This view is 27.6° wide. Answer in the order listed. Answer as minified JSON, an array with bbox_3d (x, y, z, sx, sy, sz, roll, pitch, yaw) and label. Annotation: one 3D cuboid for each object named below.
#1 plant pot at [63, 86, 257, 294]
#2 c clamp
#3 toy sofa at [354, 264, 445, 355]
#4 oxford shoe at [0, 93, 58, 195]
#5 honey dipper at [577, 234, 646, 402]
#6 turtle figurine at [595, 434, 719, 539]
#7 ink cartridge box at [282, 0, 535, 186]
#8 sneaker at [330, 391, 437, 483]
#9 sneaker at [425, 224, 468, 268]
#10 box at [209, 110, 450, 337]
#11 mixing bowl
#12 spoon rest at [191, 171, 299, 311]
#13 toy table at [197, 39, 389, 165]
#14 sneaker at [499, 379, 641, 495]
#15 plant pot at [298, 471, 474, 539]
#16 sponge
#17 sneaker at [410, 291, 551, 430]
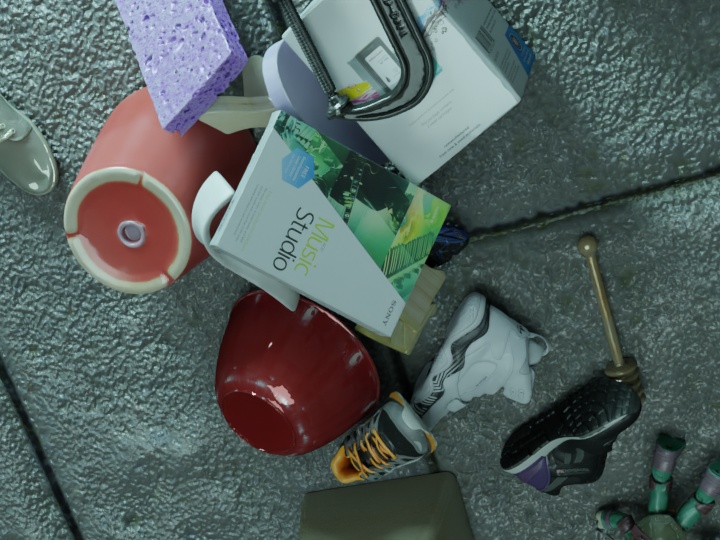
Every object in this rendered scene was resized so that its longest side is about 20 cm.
[{"bbox_3d":[-0.219,-0.076,1.567,0.197,0.178,0.203,5,117,10],"label":"plant pot"},{"bbox_3d":[-0.030,-0.222,1.382,0.170,0.027,0.201,-29,104,19],"label":"c clamp"},{"bbox_3d":[0.000,0.000,1.535,0.082,0.200,0.099,20,78,39],"label":"toy sofa"},{"bbox_3d":[-0.414,-0.163,1.640,0.075,0.058,0.201,-28,107,20],"label":"oxford shoe"},{"bbox_3d":[0.270,0.054,1.601,0.037,0.038,0.203,-12,107,18],"label":"honey dipper"},{"bbox_3d":[0.346,0.296,1.663,0.148,0.101,0.202,19,112,3],"label":"turtle figurine"},{"bbox_3d":[0.051,-0.223,1.456,0.146,0.147,0.200,-38,101,26],"label":"ink cartridge box"},{"bbox_3d":[0.024,0.197,1.639,0.079,0.077,0.200,53,156,8],"label":"sneaker"},{"bbox_3d":[0.023,-0.056,1.581,0.197,0.080,0.075,12,157,-10],"label":"sneaker"},{"bbox_3d":[-0.027,-0.043,1.414,0.198,0.036,0.146,27,84,-17],"label":"box"},{"bbox_3d":[-0.087,0.132,1.633,0.198,0.109,0.202,20,139,19],"label":"mixing bowl"},{"bbox_3d":[-0.121,-0.021,1.518,0.060,0.100,0.200,-38,142,-4],"label":"spoon rest"},{"bbox_3d":[-0.066,-0.152,1.510,0.116,0.186,0.199,-20,142,30],"label":"toy table"},{"bbox_3d":[0.253,0.190,1.640,0.087,0.076,0.199,37,137,-18],"label":"sneaker"},{"bbox_3d":[0.030,0.381,1.725,0.197,0.177,0.202,-11,111,17],"label":"plant pot"},{"bbox_3d":[-0.185,-0.246,1.488,0.030,0.202,0.111,18,128,-45],"label":"sponge"},{"bbox_3d":[0.129,0.128,1.641,0.114,0.075,0.201,26,119,-2],"label":"sneaker"}]
